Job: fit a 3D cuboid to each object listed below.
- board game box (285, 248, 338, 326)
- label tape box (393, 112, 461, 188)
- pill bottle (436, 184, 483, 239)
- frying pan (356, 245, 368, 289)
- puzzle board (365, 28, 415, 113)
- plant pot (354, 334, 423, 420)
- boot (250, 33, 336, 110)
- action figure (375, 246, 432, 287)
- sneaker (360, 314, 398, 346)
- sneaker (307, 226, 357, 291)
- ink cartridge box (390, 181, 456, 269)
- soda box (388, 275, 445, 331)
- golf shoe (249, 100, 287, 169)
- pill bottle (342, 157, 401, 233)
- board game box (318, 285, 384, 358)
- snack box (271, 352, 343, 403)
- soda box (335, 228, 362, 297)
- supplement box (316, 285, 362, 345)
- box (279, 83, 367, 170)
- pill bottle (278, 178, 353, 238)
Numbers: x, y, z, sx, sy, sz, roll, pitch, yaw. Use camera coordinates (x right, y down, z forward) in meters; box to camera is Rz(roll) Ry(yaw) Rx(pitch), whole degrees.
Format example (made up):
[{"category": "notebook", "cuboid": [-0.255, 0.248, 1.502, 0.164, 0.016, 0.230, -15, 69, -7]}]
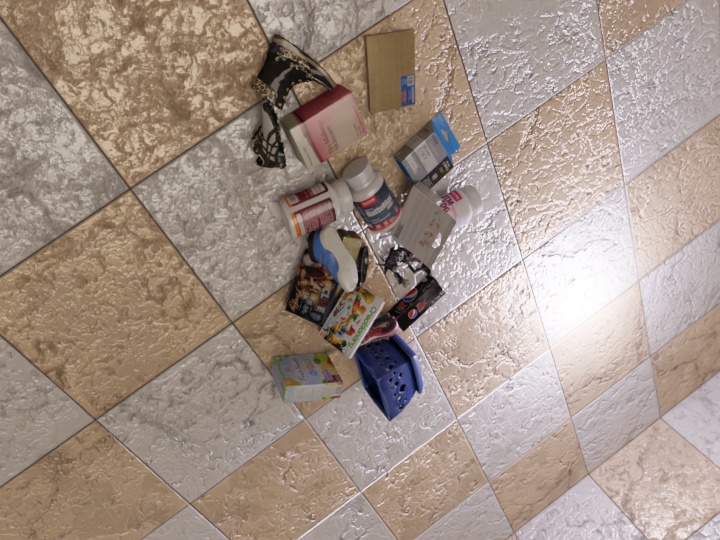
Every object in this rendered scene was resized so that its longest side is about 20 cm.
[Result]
[{"category": "board game box", "cuboid": [-0.139, 0.054, 1.745, 0.132, 0.035, 0.206, 22, 110, 4]}, {"category": "label tape box", "cuboid": [0.215, -0.351, 1.729, 0.199, 0.066, 0.144, -41, 125, 1]}, {"category": "pill bottle", "cuboid": [0.285, -0.187, 1.819, 0.196, 0.114, 0.116, -28, 125, -10]}, {"category": "frying pan", "cuboid": [0.001, 0.010, 1.763, 0.030, 0.194, 0.117, 6, 142, 10]}, {"category": "puzzle board", "cuboid": [0.085, -0.554, 1.590, 0.146, 0.017, 0.206, -16, 122, -19]}, {"category": "plant pot", "cuboid": [0.104, 0.350, 1.968, 0.176, 0.200, 0.205, -27, 124, -16]}, {"category": "boot", "cuboid": [-0.173, -0.483, 1.467, 0.197, 0.073, 0.153, 30, 100, -30]}, {"category": "action figure", "cuboid": [0.150, -0.019, 1.851, 0.193, 0.103, 0.122, -4, 129, -25]}, {"category": "sneaker", "cuboid": [0.035, 0.214, 1.913, 0.193, 0.083, 0.075, -14, 152, 9]}, {"category": "sneaker", "cuboid": [-0.087, -0.030, 1.665, 0.077, 0.109, 0.204, -44, 117, -35]}, {"category": "ink cartridge box", "cuboid": [0.196, -0.135, 1.735, 0.044, 0.175, 0.203, -32, 157, -44]}, {"category": "soda box", "cuboid": [0.193, 0.110, 1.960, 0.199, 0.063, 0.071, -42, 124, 0]}, {"category": "golf shoe", "cuboid": [-0.248, -0.341, 1.481, 0.091, 0.080, 0.203, -8, 140, -4]}, {"category": "pill bottle", "cuboid": [0.031, -0.222, 1.675, 0.118, 0.120, 0.202, -37, 125, -2]}, {"category": "board game box", "cuboid": [-0.028, 0.148, 1.753, 0.204, 0.124, 0.035, -58, 167, -1]}, {"category": "snack box", "cuboid": [-0.175, 0.343, 1.841, 0.193, 0.169, 0.070, -1, 116, -25]}, {"category": "soda box", "cuboid": [-0.059, -0.020, 1.771, 0.066, 0.064, 0.206, 5, 114, -27]}, {"category": "supplement box", "cuboid": [-0.033, 0.154, 1.841, 0.200, 0.074, 0.126, -44, 155, 1]}, {"category": "box", "cuboid": [-0.098, -0.386, 1.533, 0.197, 0.109, 0.130, -33, 126, -6]}, {"category": "pill bottle", "cuboid": [-0.125, -0.181, 1.625, 0.195, 0.114, 0.117, -23, 124, -12]}]
